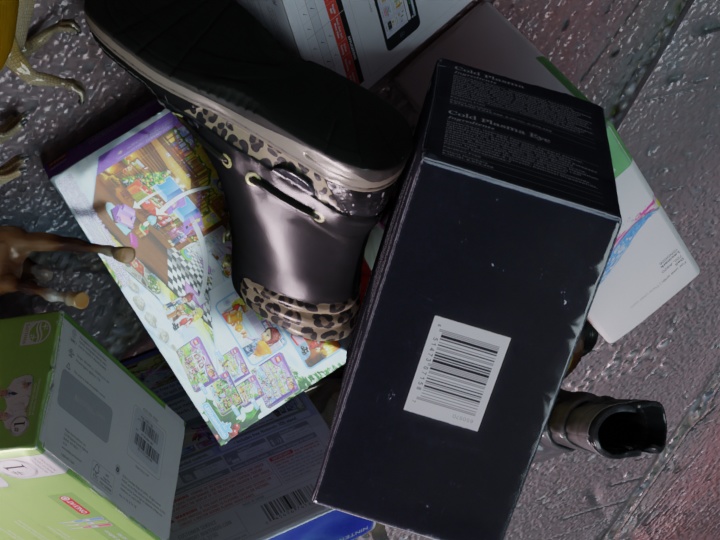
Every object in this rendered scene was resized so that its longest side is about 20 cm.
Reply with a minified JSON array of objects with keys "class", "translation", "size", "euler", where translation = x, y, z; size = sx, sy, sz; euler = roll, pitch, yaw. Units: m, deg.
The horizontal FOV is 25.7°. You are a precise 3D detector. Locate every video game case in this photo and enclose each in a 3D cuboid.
[{"class":"video game case","translation":[-0.119,0.131,1.011],"size":[0.199,0.181,0.046],"euler":[-21,137,-20]}]

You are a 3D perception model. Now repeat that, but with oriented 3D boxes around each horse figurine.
[{"class":"horse figurine","translation":[-0.218,0.004,0.834],"size":[0.200,0.132,0.050],"euler":[-15,110,-52]}]

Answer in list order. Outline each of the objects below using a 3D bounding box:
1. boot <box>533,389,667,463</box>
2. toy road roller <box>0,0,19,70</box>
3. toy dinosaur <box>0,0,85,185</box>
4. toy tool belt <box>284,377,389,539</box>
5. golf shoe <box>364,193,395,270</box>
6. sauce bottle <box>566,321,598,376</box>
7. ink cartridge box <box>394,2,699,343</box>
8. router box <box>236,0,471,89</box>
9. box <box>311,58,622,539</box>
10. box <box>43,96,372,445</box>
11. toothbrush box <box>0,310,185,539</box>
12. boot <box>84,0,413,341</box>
[{"class":"boot","translation":[0.116,0.109,1.098],"size":[0.199,0.131,0.070],"euler":[-11,98,-45]},{"class":"toy road roller","translation":[-0.208,-0.092,0.716],"size":[0.146,0.201,0.123],"euler":[-24,166,-23]},{"class":"toy dinosaur","translation":[-0.215,-0.097,0.833],"size":[0.200,0.058,0.101],"euler":[-45,126,-3]},{"class":"toy tool belt","translation":[-0.008,0.144,1.141],"size":[0.199,0.123,0.125],"euler":[-7,146,-33]},{"class":"golf shoe","translation":[0.000,0.000,1.065],"size":[0.091,0.075,0.200],"euler":[-35,142,-10]},{"class":"sauce bottle","translation":[0.116,0.053,1.096],"size":[0.066,0.066,0.200],"euler":[-53,164,17]},{"class":"ink cartridge box","translation":[0.126,-0.060,1.043],"size":[0.084,0.145,0.200],"euler":[-40,141,3]},{"class":"router box","translation":[0.005,-0.207,0.851],"size":[0.179,0.049,0.200],"euler":[-42,143,-19]},{"class":"box","translation":[0.057,0.013,0.850],"size":[0.104,0.182,0.201],"euler":[16,114,-2]},{"class":"box","translation":[-0.079,-0.013,0.947],"size":[0.137,0.039,0.201],"euler":[-32,112,-7]},{"class":"toothbrush box","translation":[-0.224,0.104,0.906],"size":[0.199,0.086,0.146],"euler":[-10,146,21]},{"class":"boot","translation":[-0.071,-0.059,0.865],"size":[0.073,0.203,0.154],"euler":[-44,157,-37]}]
